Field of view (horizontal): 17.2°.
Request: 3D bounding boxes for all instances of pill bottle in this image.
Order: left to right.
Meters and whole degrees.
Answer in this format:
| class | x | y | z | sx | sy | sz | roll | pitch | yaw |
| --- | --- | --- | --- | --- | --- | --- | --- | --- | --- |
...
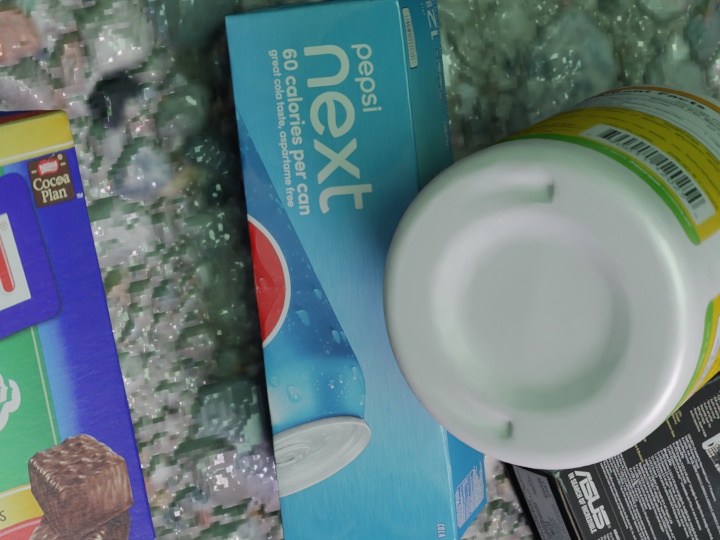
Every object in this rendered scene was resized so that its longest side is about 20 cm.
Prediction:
| class | x | y | z | sx | sy | sz | roll | pitch | yaw |
| --- | --- | --- | --- | --- | --- | --- | --- | --- | --- |
| pill bottle | 0.095 | -0.007 | 0.865 | 0.200 | 0.111 | 0.111 | -27 | 110 | -63 |

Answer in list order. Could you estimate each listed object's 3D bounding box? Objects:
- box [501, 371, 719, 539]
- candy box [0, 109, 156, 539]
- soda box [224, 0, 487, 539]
| class | x | y | z | sx | sy | sz | roll | pitch | yaw |
| --- | --- | --- | --- | --- | --- | --- | --- | --- | --- |
| box | 0.166 | 0.128 | 0.984 | 0.157 | 0.050 | 0.200 | -29 | 105 | -19 |
| candy box | -0.164 | 0.057 | 0.807 | 0.169 | 0.077 | 0.201 | -18 | 101 | -35 |
| soda box | 0.000 | 0.000 | 0.882 | 0.068 | 0.064 | 0.201 | -4 | 97 | 15 |
